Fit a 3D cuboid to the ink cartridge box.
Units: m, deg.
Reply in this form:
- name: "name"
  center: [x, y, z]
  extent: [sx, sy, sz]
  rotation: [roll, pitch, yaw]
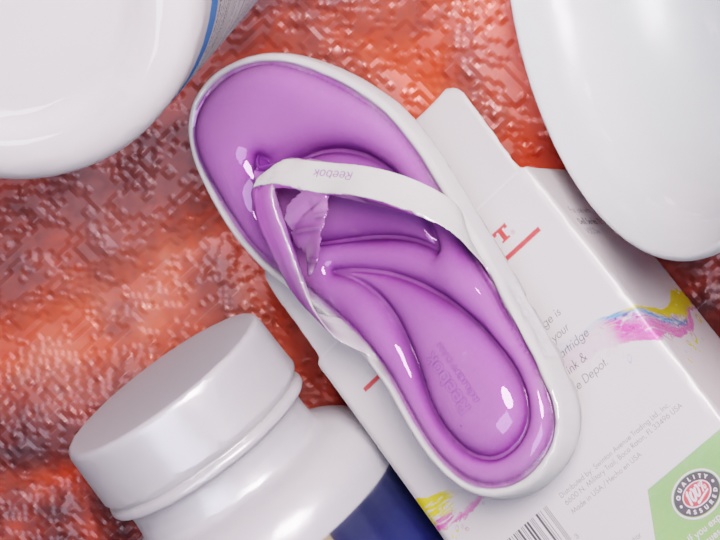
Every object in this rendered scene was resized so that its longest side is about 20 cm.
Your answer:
- name: "ink cartridge box"
  center: [0.068, 0.042, 0.886]
  extent: [0.117, 0.067, 0.200]
  rotation: [-43, 72, 21]

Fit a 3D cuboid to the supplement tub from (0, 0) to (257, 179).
- name: "supplement tub"
  center: [-0.095, -0.120, 0.805]
  extent: [0.132, 0.200, 0.132]
  rotation: [3, 111, 8]

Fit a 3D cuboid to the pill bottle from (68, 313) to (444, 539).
- name: "pill bottle"
  center: [-0.020, 0.122, 0.927]
  extent: [0.120, 0.120, 0.200]
  rotation: [-32, 103, 19]

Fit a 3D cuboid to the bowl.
- name: "bowl"
  center: [0.130, -0.109, 0.798]
  extent: [0.090, 0.201, 0.202]
  rotation: [-10, 112, -22]

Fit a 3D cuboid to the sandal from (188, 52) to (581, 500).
- name: "sandal"
  center: [0.004, -0.006, 0.853]
  extent: [0.203, 0.050, 0.082]
  rotation: [47, 110, 21]
